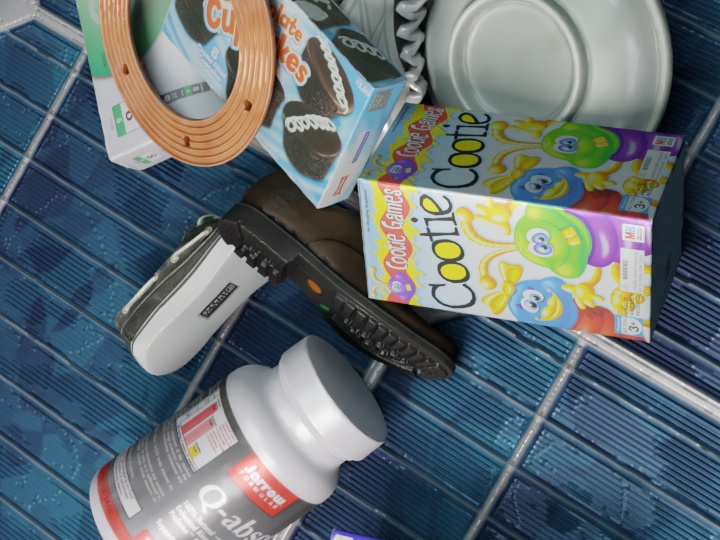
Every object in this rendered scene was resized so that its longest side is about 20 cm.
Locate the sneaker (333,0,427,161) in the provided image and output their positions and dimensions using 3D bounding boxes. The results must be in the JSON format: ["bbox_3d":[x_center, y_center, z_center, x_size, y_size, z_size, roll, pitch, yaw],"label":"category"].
[{"bbox_3d":[0.007,-0.158,1.334,0.081,0.075,0.200,-5,114,-12],"label":"sneaker"}]

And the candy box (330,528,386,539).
[{"bbox_3d":[0.058,0.281,1.249,0.200,0.077,0.169,9,77,29],"label":"candy box"}]

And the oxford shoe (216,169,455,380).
[{"bbox_3d":[0.000,0.000,1.325,0.200,0.073,0.084,41,66,-6],"label":"oxford shoe"}]

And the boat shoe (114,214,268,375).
[{"bbox_3d":[-0.108,-0.011,1.396,0.200,0.071,0.064,-44,56,4],"label":"boat shoe"}]

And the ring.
[{"bbox_3d":[-0.124,-0.175,1.334,0.200,0.019,0.201,21,120,42],"label":"ring"}]

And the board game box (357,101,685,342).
[{"bbox_3d":[0.111,-0.036,1.252,0.200,0.103,0.105,8,39,18],"label":"board game box"}]

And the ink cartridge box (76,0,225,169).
[{"bbox_3d":[-0.120,-0.187,1.410,0.200,0.050,0.161,-22,72,27],"label":"ink cartridge box"}]

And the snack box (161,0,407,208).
[{"bbox_3d":[-0.059,-0.155,1.312,0.200,0.037,0.116,49,134,24],"label":"snack box"}]

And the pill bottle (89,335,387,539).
[{"bbox_3d":[-0.088,0.140,1.334,0.200,0.116,0.116,-36,68,14],"label":"pill bottle"}]

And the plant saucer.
[{"bbox_3d":[0.118,-0.148,1.287,0.200,0.050,0.200,12,113,30],"label":"plant saucer"}]
